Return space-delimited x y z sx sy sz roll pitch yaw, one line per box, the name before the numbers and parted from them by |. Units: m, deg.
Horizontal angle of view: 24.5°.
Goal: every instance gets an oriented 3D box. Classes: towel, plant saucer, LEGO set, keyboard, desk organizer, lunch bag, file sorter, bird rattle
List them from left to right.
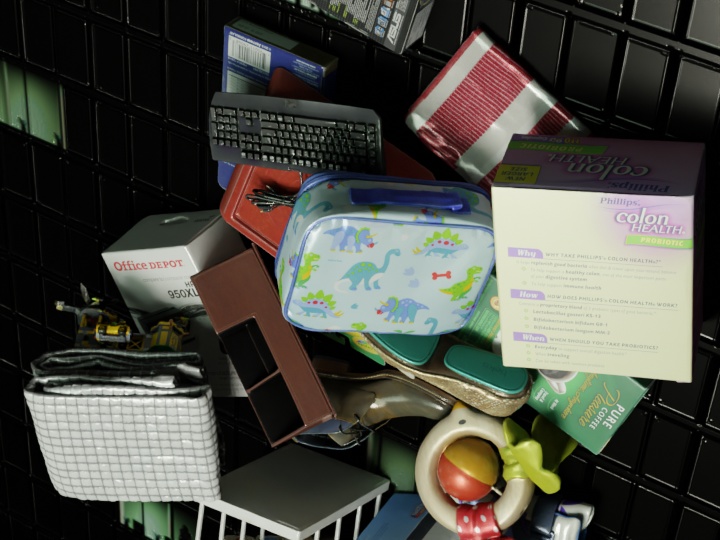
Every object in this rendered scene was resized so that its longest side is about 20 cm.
towel | -0.247 0.163 1.791 0.200 0.086 0.166 -1 128 6
LEGO set | -0.256 0.103 1.871 0.154 0.116 0.200 -2 130 6
desk organizer | -0.102 0.081 1.747 0.200 0.077 0.072 64 176 7
file sorter | -0.082 0.299 1.889 0.139 0.200 0.125 17 107 27
keyboard | -0.062 -0.107 1.620 0.200 0.021 0.127 10 120 30
plant saucer | -0.046 -0.070 1.666 0.200 0.037 0.200 36 130 11
lunch bag | 0.027 -0.017 1.583 0.200 0.082 0.161 3 135 -15
bird rattle | 0.131 0.225 1.719 0.163 0.113 0.200 36 111 24
towel | 0.145 -0.117 1.560 0.200 0.023 0.144 44 136 2

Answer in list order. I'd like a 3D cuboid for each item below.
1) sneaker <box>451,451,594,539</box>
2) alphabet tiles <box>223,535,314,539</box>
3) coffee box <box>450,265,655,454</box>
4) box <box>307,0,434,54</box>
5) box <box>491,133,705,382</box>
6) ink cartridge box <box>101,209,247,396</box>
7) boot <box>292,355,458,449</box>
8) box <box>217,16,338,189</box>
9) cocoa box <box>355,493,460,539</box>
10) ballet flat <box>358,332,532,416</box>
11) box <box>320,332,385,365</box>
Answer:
sneaker | 0.176 0.242 1.777 0.146 0.081 0.200 -18 99 27
alphabet tiles | -0.084 0.352 1.961 0.196 0.200 0.015 -139 54 -68
coffee box | 0.189 0.083 1.658 0.200 0.044 0.123 36 136 11
box | 0.006 -0.317 1.499 0.160 0.044 0.200 32 135 15
box | 0.217 -0.012 1.498 0.176 0.097 0.200 4 126 16
ink cartridge box | -0.183 0.040 1.879 0.145 0.084 0.200 -4 118 40
boot | 0.014 0.159 1.797 0.200 0.097 0.075 10 157 38
box | -0.088 -0.151 1.703 0.121 0.032 0.200 25 131 21
cocoa box | 0.059 0.360 1.850 0.131 0.200 0.133 -3 120 39
ballet flat | 0.076 0.094 1.669 0.200 0.071 0.065 28 145 16
box | 0.000 0.000 1.739 0.117 0.048 0.200 27 131 19
